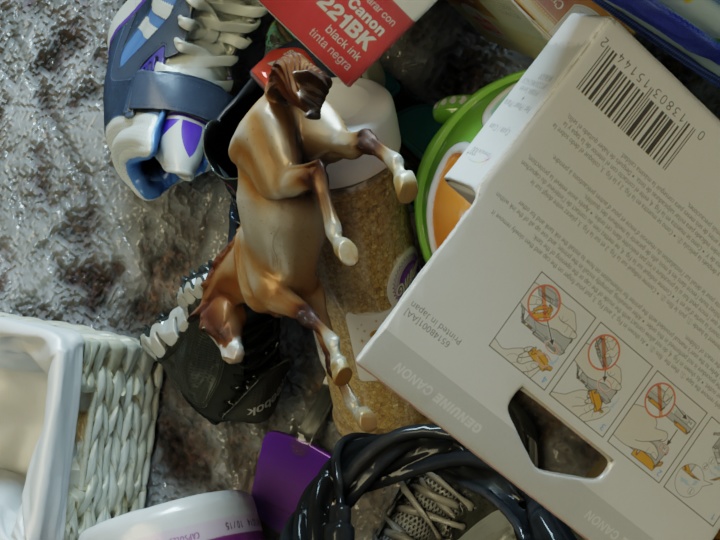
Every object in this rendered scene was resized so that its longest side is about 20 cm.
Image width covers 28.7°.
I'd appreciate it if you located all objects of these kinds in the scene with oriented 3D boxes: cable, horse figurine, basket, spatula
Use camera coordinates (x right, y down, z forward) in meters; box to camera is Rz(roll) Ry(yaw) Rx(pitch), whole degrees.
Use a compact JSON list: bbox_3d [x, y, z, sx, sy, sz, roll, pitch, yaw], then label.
[{"bbox_3d":[0.030,0.159,0.693,0.162,0.051,0.201,-30,47,-3],"label":"cable"},{"bbox_3d":[-0.029,-0.020,0.641,0.133,0.049,0.202,49,144,42],"label":"horse figurine"},{"bbox_3d":[-0.236,0.094,0.902,0.198,0.123,0.137,8,89,29],"label":"basket"},{"bbox_3d":[-0.019,0.066,0.847,0.056,0.021,0.202,19,93,22],"label":"spatula"}]

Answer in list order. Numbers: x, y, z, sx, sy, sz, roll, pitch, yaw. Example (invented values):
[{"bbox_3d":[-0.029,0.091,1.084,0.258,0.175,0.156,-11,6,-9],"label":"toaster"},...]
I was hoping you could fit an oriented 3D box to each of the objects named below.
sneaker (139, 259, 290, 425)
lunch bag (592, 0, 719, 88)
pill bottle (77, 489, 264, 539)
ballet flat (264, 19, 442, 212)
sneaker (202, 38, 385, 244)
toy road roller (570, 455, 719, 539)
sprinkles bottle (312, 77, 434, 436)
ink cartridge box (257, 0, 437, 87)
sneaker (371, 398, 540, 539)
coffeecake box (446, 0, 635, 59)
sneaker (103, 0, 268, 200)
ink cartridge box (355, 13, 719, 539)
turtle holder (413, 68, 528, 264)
[{"bbox_3d":[-0.068,0.041,0.814,0.091,0.066,0.200,58,153,3],"label":"sneaker"},{"bbox_3d":[0.144,-0.170,0.569,0.082,0.199,0.162,7,73,65],"label":"lunch bag"},{"bbox_3d":[-0.093,0.239,0.820,0.111,0.112,0.202,-22,76,24],"label":"pill bottle"},{"bbox_3d":[0.016,-0.076,0.827,0.200,0.074,0.074,45,105,26],"label":"ballet flat"},{"bbox_3d":[-0.058,-0.054,0.803,0.075,0.084,0.201,45,138,22],"label":"sneaker"},{"bbox_3d":[0.160,0.179,0.673,0.200,0.146,0.123,43,104,24],"label":"toy road roller"},{"bbox_3d":[0.000,0.000,0.748,0.068,0.068,0.202,9,130,28],"label":"sprinkles bottle"},{"bbox_3d":[0.033,-0.206,0.681,0.084,0.145,0.200,40,108,-20],"label":"ink cartridge box"},{"bbox_3d":[0.025,0.158,0.763,0.075,0.115,0.202,29,99,26],"label":"sneaker"},{"bbox_3d":[0.130,-0.202,0.699,0.200,0.073,0.154,-49,21,3],"label":"coffeecake box"},{"bbox_3d":[-0.089,-0.128,0.837,0.200,0.080,0.148,-40,48,41],"label":"sneaker"},{"bbox_3d":[0.115,0.019,0.620,0.177,0.199,0.045,-52,21,-1],"label":"ink cartridge box"},{"bbox_3d":[0.124,-0.025,0.707,0.132,0.184,0.142,-142,71,-70],"label":"turtle holder"}]
